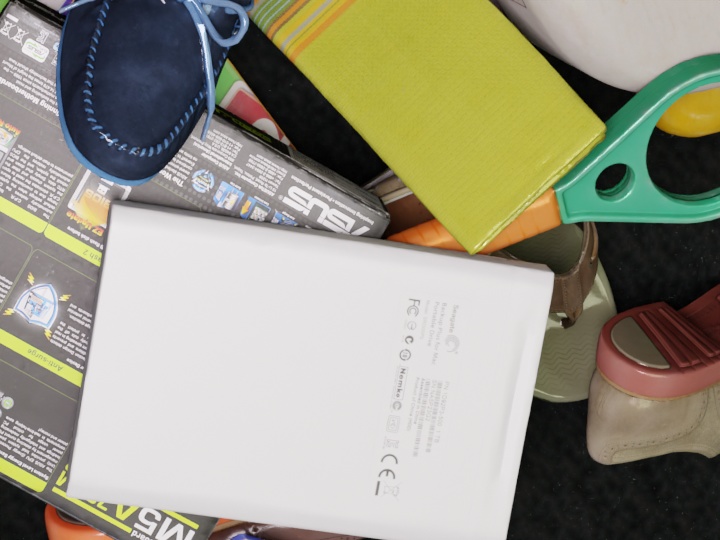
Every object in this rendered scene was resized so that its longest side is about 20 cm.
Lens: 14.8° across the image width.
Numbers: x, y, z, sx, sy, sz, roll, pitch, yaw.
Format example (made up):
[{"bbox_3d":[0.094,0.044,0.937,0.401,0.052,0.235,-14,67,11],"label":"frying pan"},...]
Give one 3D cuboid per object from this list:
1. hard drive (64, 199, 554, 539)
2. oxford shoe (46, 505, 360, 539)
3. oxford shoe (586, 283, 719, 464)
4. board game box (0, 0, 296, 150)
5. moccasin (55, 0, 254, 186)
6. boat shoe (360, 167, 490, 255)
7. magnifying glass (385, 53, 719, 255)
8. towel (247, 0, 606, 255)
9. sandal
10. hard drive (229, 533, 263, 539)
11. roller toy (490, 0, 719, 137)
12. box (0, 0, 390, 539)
[{"bbox_3d":[-0.023,0.049,1.228,0.199,0.026,0.133,9,100,-9],"label":"hard drive"},{"bbox_3d":[-0.052,0.127,1.349,0.199,0.071,0.073,-9,116,-9],"label":"oxford shoe"},{"bbox_3d":[0.190,0.053,1.419,0.199,0.070,0.075,-6,127,-34],"label":"oxford shoe"},{"bbox_3d":[-0.111,-0.086,1.282,0.095,0.030,0.200,-40,114,-5],"label":"board game box"},{"bbox_3d":[-0.081,-0.133,1.199,0.080,0.068,0.201,24,57,-19],"label":"moccasin"},{"bbox_3d":[0.000,0.000,1.308,0.200,0.068,0.075,-43,97,11],"label":"boat shoe"},{"bbox_3d":[0.107,-0.039,1.258,0.199,0.022,0.080,-21,126,-5],"label":"magnifying glass"},{"bbox_3d":[0.017,-0.104,1.257,0.086,0.200,0.018,-42,162,1],"label":"towel"},{"bbox_3d":[0.080,-0.020,1.360,0.079,0.057,0.202,-25,114,-12],"label":"sandal"},{"bbox_3d":[-0.028,0.200,1.356,0.199,0.025,0.132,24,117,-44],"label":"hard drive"},{"bbox_3d":[0.134,-0.178,1.282,0.182,0.140,0.201,20,100,-25],"label":"roller toy"},{"bbox_3d":[-0.117,0.007,1.246,0.199,0.048,0.194,29,99,-9],"label":"box"}]
